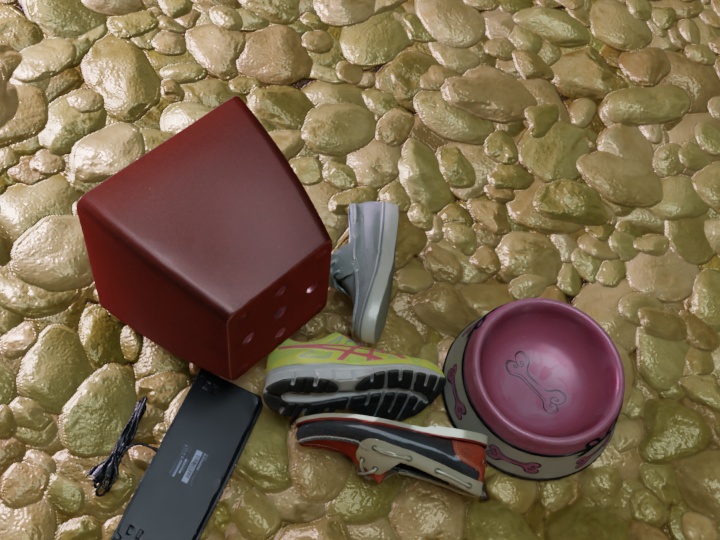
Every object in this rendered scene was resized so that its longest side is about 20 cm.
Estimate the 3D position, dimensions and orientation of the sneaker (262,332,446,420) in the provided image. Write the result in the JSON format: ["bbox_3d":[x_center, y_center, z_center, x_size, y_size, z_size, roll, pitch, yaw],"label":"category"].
[{"bbox_3d":[-0.006,0.100,1.138,0.200,0.078,0.090,6,39,-19],"label":"sneaker"}]

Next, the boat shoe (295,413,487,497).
[{"bbox_3d":[0.030,0.185,1.103,0.200,0.071,0.063,9,74,-2],"label":"boat shoe"}]

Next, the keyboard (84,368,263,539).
[{"bbox_3d":[-0.192,0.187,1.090,0.127,0.021,0.200,27,61,-2],"label":"keyboard"}]

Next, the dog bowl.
[{"bbox_3d":[0.191,0.117,1.162,0.200,0.074,0.200,4,63,-7],"label":"dog bowl"}]

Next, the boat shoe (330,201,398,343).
[{"bbox_3d":[0.000,-0.001,1.182,0.071,0.070,0.201,5,44,3],"label":"boat shoe"}]

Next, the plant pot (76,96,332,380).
[{"bbox_3d":[-0.138,-0.013,1.087,0.200,0.200,0.176,-38,68,-24],"label":"plant pot"}]
